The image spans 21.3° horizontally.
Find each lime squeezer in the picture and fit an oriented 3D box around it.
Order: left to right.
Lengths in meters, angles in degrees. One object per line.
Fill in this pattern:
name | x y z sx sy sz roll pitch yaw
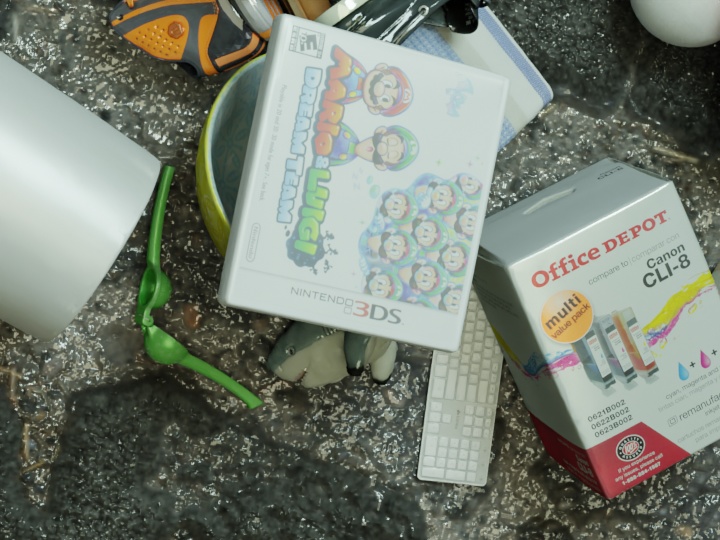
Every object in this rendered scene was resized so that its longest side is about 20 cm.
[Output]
lime squeezer | -0.139 0.025 1.456 0.070 0.038 0.201 -21 101 -6

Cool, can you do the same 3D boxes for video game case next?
video game case | 0.005 -0.058 1.324 0.181 0.024 0.201 13 87 -24

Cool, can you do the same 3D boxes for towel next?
towel | 0.041 -0.132 1.410 0.147 0.024 0.200 50 58 -3

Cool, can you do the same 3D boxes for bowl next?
bowl | -0.041 -0.052 1.411 0.199 0.108 0.201 10 65 -22

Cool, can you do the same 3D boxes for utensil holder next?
utensil holder | -0.265 -0.065 1.354 0.200 0.170 0.170 33 93 -14

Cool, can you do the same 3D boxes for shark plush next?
shark plush | 0.000 0.000 1.463 0.083 0.091 0.201 24 101 18

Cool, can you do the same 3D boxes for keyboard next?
keyboard | 0.084 0.070 1.515 0.056 0.011 0.201 6 98 -10

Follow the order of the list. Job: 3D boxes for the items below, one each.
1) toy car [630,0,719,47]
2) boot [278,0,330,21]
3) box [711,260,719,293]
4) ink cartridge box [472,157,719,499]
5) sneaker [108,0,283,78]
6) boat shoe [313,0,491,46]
toy car | 0.274 -0.201 1.450 0.199 0.177 0.185 24 81 16
boot | -0.010 -0.278 1.415 0.155 0.077 0.201 -19 94 -8
box | 0.355 -0.022 1.509 0.095 0.078 0.201 31 93 -13
ink cartridge box | 0.186 0.038 1.451 0.145 0.145 0.201 -27 104 -7
sneaker | -0.148 -0.231 1.393 0.112 0.078 0.201 -29 86 15
boat shoe | 0.058 -0.197 1.385 0.199 0.074 0.066 -32 91 -31
